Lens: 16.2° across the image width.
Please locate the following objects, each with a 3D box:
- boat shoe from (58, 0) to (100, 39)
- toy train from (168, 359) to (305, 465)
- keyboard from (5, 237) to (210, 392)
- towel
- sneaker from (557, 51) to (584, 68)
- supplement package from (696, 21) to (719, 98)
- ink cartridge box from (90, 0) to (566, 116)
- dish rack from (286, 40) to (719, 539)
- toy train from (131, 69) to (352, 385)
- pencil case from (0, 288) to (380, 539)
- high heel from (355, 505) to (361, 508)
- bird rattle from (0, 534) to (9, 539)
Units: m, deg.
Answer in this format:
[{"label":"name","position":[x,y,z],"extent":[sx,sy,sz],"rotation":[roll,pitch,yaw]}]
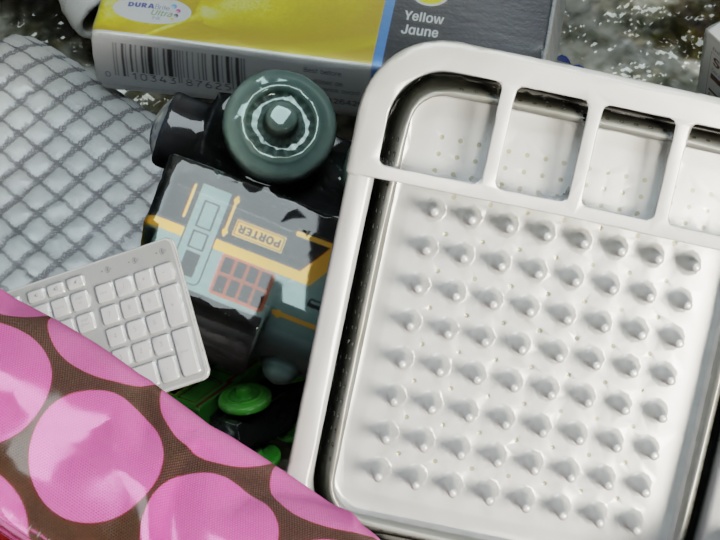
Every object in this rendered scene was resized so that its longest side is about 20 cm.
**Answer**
[{"label":"boat shoe","position":[-0.049,-0.153,1.213],"extent":[0.199,0.071,0.070],"rotation":[-18,55,0]},{"label":"toy train","position":[-0.052,0.057,1.050],"extent":[0.056,0.042,0.200],"rotation":[15,35,37]},{"label":"keyboard","position":[-0.155,0.044,0.987],"extent":[0.199,0.011,0.057],"rotation":[-18,76,15]},{"label":"towel","position":[-0.150,0.011,1.083],"extent":[0.165,0.086,0.200],"rotation":[36,62,20]},{"label":"sneaker","position":[0.076,-0.075,1.153],"extent":[0.114,0.081,0.200],"rotation":[3,53,-8]},{"label":"supplement package","position":[0.205,-0.022,1.027],"extent":[0.113,0.200,0.110],"rotation":[-30,58,-19]},{"label":"ink cartridge box","position":[-0.002,-0.157,1.131],"extent":[0.196,0.047,0.201],"rotation":[6,57,7]},{"label":"dish rack","position":[0.068,0.023,0.958],"extent":[0.171,0.044,0.201],"rotation":[11,96,-4]},{"label":"toy train","position":[0.000,0.000,1.019],"extent":[0.199,0.085,0.115],"rotation":[22,74,-3]},{"label":"pencil case","position":[-0.090,0.085,0.916],"extent":[0.199,0.091,0.094],"rotation":[31,59,14]},{"label":"high heel","position":[-0.007,0.181,0.953],"extent":[0.095,0.067,0.201],"rotation":[-23,74,-14]},{"label":"bird rattle","position":[-0.200,0.166,0.928],"extent":[0.112,0.164,0.200],"rotation":[17,10,1]}]
